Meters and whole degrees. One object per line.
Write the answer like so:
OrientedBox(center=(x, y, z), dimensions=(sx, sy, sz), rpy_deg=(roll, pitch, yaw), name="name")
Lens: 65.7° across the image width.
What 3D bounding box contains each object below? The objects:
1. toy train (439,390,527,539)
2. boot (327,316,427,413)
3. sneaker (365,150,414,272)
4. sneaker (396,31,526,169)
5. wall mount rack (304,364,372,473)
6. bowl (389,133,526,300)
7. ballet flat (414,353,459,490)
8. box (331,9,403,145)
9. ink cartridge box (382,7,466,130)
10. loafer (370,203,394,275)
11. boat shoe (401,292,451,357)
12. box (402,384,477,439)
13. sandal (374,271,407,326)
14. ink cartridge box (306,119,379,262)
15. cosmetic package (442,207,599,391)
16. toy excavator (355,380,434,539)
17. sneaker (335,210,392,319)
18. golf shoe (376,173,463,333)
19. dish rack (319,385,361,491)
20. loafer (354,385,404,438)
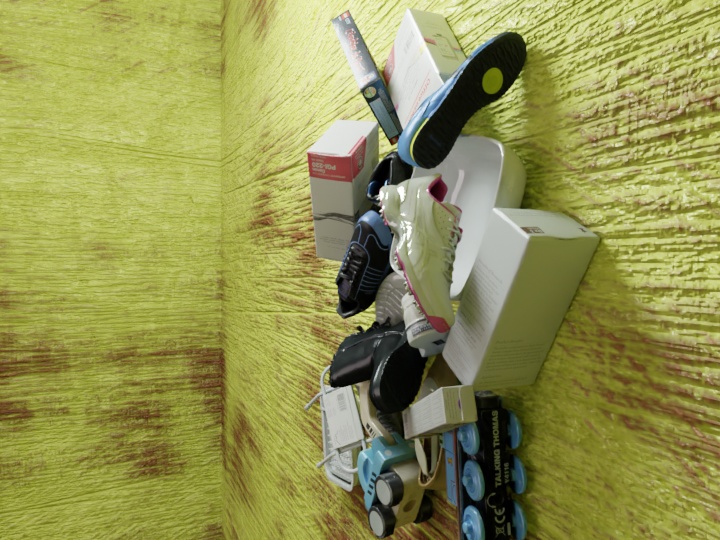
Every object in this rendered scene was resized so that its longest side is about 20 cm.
OrientedBox(center=(0.151, 0.251, 0.704), dimensions=(0.114, 0.085, 0.204), rpy_deg=(166, 101, -74), name="toy train")
OrientedBox(center=(0.016, 0.145, 0.834), dimensions=(0.161, 0.199, 0.074), rpy_deg=(-21, 111, 36), name="boot")
OrientedBox(center=(0.049, -0.085, 0.875), dimensions=(0.072, 0.111, 0.204), rpy_deg=(10, 100, 41), name="sneaker")
OrientedBox(center=(0.118, -0.216, 0.694), dimensions=(0.201, 0.066, 0.079), rpy_deg=(-48, 30, 6), name="sneaker")
OrientedBox(center=(-0.042, 0.291, 1.066), dimensions=(0.172, 0.074, 0.203), rpy_deg=(-25, 63, 20), name="wall mount rack")
OrientedBox(center=(0.131, -0.067, 0.723), dimensions=(0.200, 0.073, 0.203), rpy_deg=(32, 107, 63), name="bowl")
OrientedBox(center=(0.110, 0.221, 0.816), dimensions=(0.068, 0.062, 0.204), rpy_deg=(171, 98, -65), name="ballet flat")
OrientedBox(center=(0.016, -0.330, 0.956), dimensions=(0.137, 0.037, 0.202), rpy_deg=(47, -160, -53), name="box")
OrientedBox(center=(0.102, -0.274, 0.824), dimensions=(0.117, 0.066, 0.203), rpy_deg=(119, 145, -48), name="ink cartridge box")
OrientedBox(center=(0.038, -0.051, 0.977), dimensions=(0.063, 0.070, 0.204), rpy_deg=(-151, 60, -68), name="loafer")
OrientedBox(center=(0.094, 0.069, 0.745), dimensions=(0.200, 0.070, 0.071), rpy_deg=(35, -145, -66), name="boat shoe")
OrientedBox(center=(0.092, 0.179, 0.690), dimensions=(0.201, 0.038, 0.042), rpy_deg=(111, 155, -66), name="box")
OrientedBox(center=(0.064, 0.083, 0.930), dimensions=(0.082, 0.050, 0.206), rpy_deg=(26, 127, 28), name="sandal")
OrientedBox(center=(-0.022, -0.136, 0.961), dimensions=(0.146, 0.083, 0.203), rpy_deg=(-59, -28, -50), name="ink cartridge box")
OrientedBox(center=(0.172, 0.035, 0.626), dimensions=(0.074, 0.100, 0.203), rpy_deg=(53, 136, 51), name="cosmetic package")
OrientedBox(center=(0.035, 0.288, 0.905), dimensions=(0.200, 0.098, 0.198), rpy_deg=(40, 127, 47), name="toy excavator")
OrientedBox(center=(0.000, 0.000, 0.888), dimensions=(0.070, 0.077, 0.202), rpy_deg=(36, 144, 27), name="sneaker")
OrientedBox(center=(0.082, -0.030, 0.640), dimensions=(0.075, 0.090, 0.203), rpy_deg=(45, -154, -58), name="golf shoe")
OrientedBox(center=(-0.036, 0.347, 1.180), dimensions=(0.171, 0.043, 0.204), rpy_deg=(161, 107, -64), name="dish rack")
OrientedBox(center=(0.036, 0.219, 0.999), dimensions=(0.075, 0.069, 0.203), rpy_deg=(-29, 72, 32), name="loafer")
